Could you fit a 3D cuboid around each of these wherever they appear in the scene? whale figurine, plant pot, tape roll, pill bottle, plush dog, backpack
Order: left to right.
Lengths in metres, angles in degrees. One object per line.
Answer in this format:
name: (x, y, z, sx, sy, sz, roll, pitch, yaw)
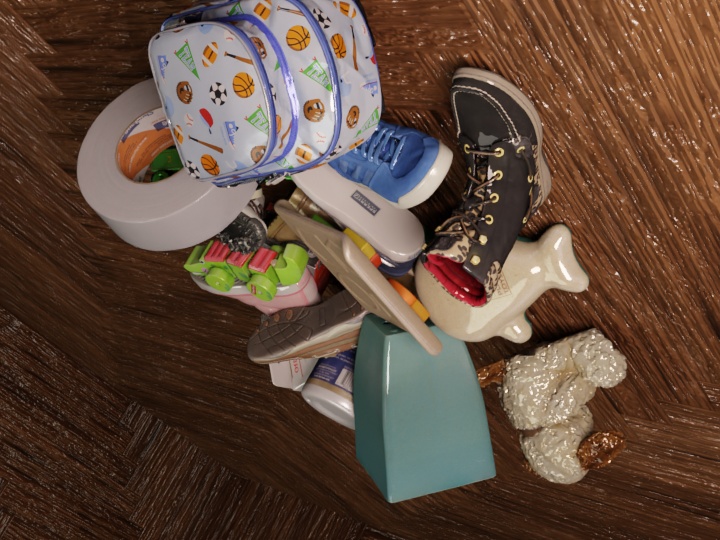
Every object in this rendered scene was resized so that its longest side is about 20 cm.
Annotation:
tape roll: (-0.211, -0.123, 1.181, 0.200, 0.201, 0.066, 18, 158, 27)
backpack: (-0.081, -0.168, 0.940, 0.190, 0.154, 0.200, -9, 110, 33)
pill bottle: (0.013, 0.109, 1.440, 0.111, 0.200, 0.111, 27, 162, 10)
plant pot: (0.070, 0.151, 1.304, 0.141, 0.141, 0.201, -140, 42, -67)
whale figurine: (0.159, 0.000, 1.167, 0.200, 0.104, 0.159, -19, 100, 36)
plush dog: (0.235, 0.179, 1.307, 0.200, 0.160, 0.172, -30, 79, 66)

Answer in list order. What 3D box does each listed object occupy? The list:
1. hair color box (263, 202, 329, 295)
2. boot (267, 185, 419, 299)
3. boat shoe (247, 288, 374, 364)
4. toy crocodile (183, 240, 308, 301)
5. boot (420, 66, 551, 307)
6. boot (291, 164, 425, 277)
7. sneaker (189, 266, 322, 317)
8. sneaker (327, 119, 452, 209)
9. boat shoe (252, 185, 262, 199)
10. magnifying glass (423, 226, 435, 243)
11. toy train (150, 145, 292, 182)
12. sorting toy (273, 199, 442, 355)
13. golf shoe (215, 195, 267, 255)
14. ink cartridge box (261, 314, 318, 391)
hair color box: (-0.097, -0.013, 1.500, 0.101, 0.061, 0.200, 27, 161, 5)
boot: (-0.017, -0.025, 1.329, 0.200, 0.066, 0.175, 34, 166, -7)
boat shoe: (-0.054, 0.087, 1.372, 0.200, 0.076, 0.072, -18, 135, 23)
toy crocodile: (-0.150, -0.010, 1.367, 0.200, 0.068, 0.062, 9, 146, 36)
boot: (0.107, -0.071, 0.959, 0.073, 0.151, 0.200, 17, 157, 29)
boot: (-0.015, -0.072, 1.185, 0.200, 0.073, 0.090, 46, 162, 10)
sneaker: (-0.138, 0.027, 1.448, 0.200, 0.075, 0.105, 8, 146, 33)
sneaker: (0.003, -0.125, 1.040, 0.111, 0.077, 0.200, 33, 178, -26)
boat shoe: (-0.189, -0.132, 1.337, 0.201, 0.074, 0.063, 16, 116, 53)
magnifying glass: (0.119, -0.009, 1.289, 0.200, 0.022, 0.080, 29, 161, 5)
toy train: (-0.153, -0.125, 1.231, 0.199, 0.057, 0.042, -4, 178, 15)
sorting toy: (0.000, 0.000, 1.192, 0.185, 0.036, 0.200, 48, 172, -31)
golf shoe: (-0.156, -0.079, 1.355, 0.200, 0.094, 0.078, 24, 138, 55)
ink cartridge box: (-0.046, 0.116, 1.544, 0.067, 0.117, 0.200, -30, 152, 34)
